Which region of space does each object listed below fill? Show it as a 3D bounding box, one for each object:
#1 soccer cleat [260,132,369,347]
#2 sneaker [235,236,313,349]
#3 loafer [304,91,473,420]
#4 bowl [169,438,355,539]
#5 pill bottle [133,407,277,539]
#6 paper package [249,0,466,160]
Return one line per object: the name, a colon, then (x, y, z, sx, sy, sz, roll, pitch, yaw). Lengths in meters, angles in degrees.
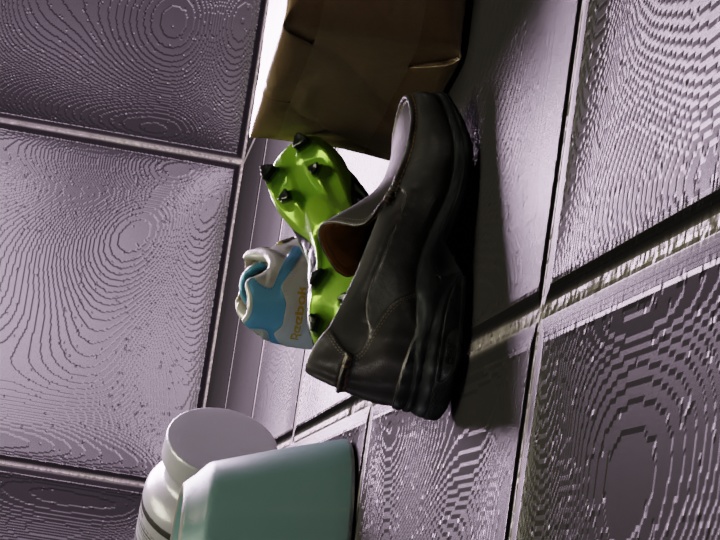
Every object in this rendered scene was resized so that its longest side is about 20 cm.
soccer cleat: (0.000, 0.000, 1.312, 0.067, 0.081, 0.201, -38, 44, 17)
sneaker: (-0.047, 0.005, 1.625, 0.200, 0.080, 0.077, -109, 27, -80)
loafer: (0.015, -0.018, 1.129, 0.201, 0.072, 0.073, -86, 7, -45)
bowl: (-0.072, 0.200, 1.452, 0.201, 0.104, 0.202, -171, 90, -83)
pill bottle: (-0.133, 0.225, 1.911, 0.116, 0.115, 0.201, -91, 13, -59)
paper package: (0.005, -0.190, 1.338, 0.191, 0.103, 0.201, 117, 161, -71)
